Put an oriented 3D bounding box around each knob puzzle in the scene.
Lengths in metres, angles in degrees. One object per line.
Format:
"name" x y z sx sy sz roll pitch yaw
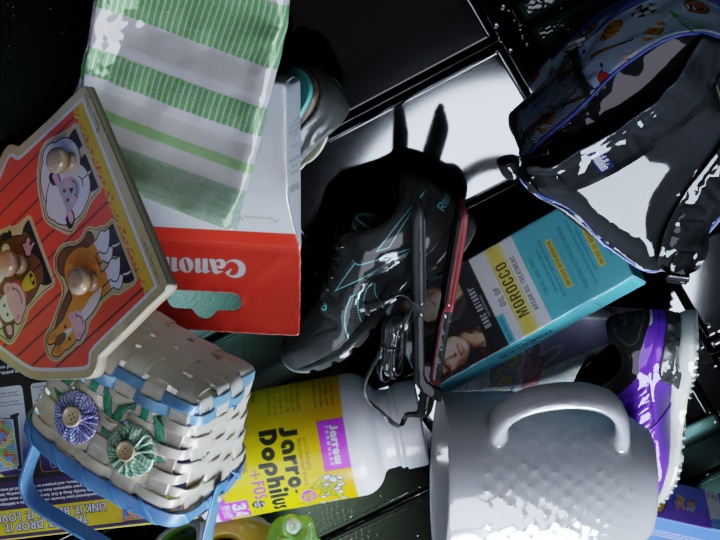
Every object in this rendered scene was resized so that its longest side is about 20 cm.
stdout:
"knob puzzle" -0.234 -0.008 1.497 0.030 0.220 0.220 3 133 -49

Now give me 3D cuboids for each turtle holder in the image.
"turtle holder" -0.108 0.279 1.773 0.131 0.142 0.185 38 158 -29

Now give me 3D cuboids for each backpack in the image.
"backpack" 0.227 -0.117 1.537 0.199 0.155 0.190 30 126 -31

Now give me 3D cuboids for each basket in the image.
"basket" -0.177 0.136 1.559 0.175 0.139 0.202 27 123 19

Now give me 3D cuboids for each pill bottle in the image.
"pill bottle" -0.045 0.146 1.724 0.198 0.105 0.105 -11 126 2

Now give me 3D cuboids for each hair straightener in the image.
"hair straightener" 0.036 0.035 1.615 0.076 0.041 0.202 5 115 -5

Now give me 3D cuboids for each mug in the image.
"mug" 0.151 0.157 1.643 0.173 0.149 0.201 1 140 -4

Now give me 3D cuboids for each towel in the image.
"towel" -0.136 -0.147 1.489 0.151 0.023 0.202 19 106 10

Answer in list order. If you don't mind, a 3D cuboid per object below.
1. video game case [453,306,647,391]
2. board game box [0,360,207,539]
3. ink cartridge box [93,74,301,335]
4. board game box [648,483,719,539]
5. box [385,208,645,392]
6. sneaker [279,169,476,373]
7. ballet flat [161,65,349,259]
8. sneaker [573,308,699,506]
"video game case" 0.165 0.114 1.772 0.180 0.023 0.202 4 125 -9
"board game box" -0.232 0.128 1.660 0.198 0.057 0.167 -6 91 7
"ink cartridge box" -0.126 -0.049 1.542 0.158 0.047 0.202 3 101 13
"board game box" 0.210 0.238 1.831 0.198 0.045 0.135 14 133 -18
"box" 0.125 0.020 1.659 0.199 0.083 0.049 -30 164 15
"sneaker" 0.000 0.000 1.654 0.200 0.076 0.079 -43 110 12
"ballet flat" -0.079 -0.074 1.588 0.200 0.068 0.068 -44 145 21
"sneaker" 0.227 0.113 1.729 0.098 0.070 0.202 4 123 1
